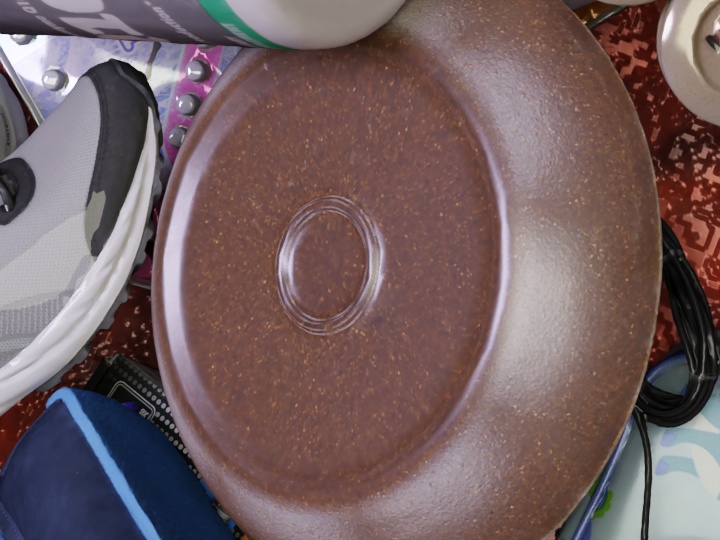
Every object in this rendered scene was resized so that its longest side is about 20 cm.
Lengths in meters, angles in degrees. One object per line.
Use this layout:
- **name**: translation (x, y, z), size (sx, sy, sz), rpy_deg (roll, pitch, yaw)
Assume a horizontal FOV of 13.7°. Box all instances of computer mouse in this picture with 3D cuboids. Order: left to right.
- **computer mouse**: translation (0.089, 0.079, 0.913), size (0.059, 0.034, 0.200), rpy_deg (-4, 87, 26)

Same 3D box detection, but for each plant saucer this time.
- **plant saucer**: translation (0.000, 0.000, 0.905), size (0.200, 0.037, 0.201), rpy_deg (-6, 81, 42)

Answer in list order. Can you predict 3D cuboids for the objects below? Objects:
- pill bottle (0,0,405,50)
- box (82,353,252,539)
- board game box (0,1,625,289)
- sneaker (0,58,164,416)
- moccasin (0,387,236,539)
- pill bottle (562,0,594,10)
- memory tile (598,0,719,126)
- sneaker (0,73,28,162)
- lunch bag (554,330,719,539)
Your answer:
- **pill bottle**: translation (-0.082, -0.127, 0.913), size (0.200, 0.113, 0.113), rpy_deg (7, 92, 39)
- **box**: translation (-0.060, 0.159, 0.969), size (0.200, 0.048, 0.193), rpy_deg (37, 94, 33)
- **board game box**: translation (-0.042, -0.126, 1.010), size (0.200, 0.026, 0.200), rpy_deg (-31, 87, 8)
- **sneaker**: translation (-0.137, 0.011, 0.960), size (0.079, 0.074, 0.200), rpy_deg (38, 93, -28)
- **moccasin**: translation (-0.057, 0.124, 0.915), size (0.068, 0.080, 0.200), rpy_deg (-46, 43, 15)
- **pill bottle**: translation (0.050, -0.189, 0.932), size (0.116, 0.116, 0.200), rpy_deg (-28, 85, 8)
- **memory tile**: translation (0.162, -0.084, 0.872), size (0.153, 0.017, 0.200), rpy_deg (-45, 101, 2)
- **sneaker**: translation (-0.215, -0.028, 1.011), size (0.200, 0.081, 0.075), rpy_deg (-17, 90, 10)
- **lunch bag**: translation (0.130, 0.130, 0.962), size (0.161, 0.082, 0.200), rpy_deg (28, 96, 5)
